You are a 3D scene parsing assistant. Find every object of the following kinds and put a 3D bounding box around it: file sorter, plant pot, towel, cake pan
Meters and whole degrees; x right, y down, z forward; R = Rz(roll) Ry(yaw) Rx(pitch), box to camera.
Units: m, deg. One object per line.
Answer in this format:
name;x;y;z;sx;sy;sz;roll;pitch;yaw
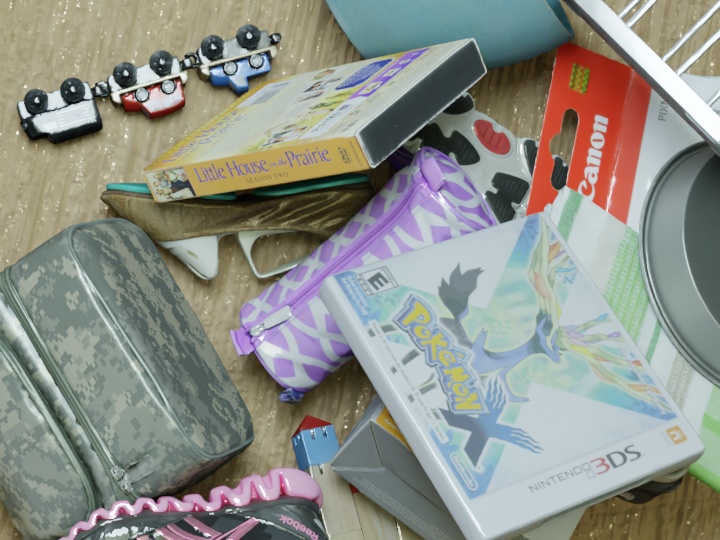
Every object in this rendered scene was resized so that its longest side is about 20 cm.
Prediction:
file sorter;0.225;-0.183;1.241;0.125;0.139;0.200;-44;73;9
plant pot;0.045;-0.217;1.314;0.135;0.200;0.200;-30;88;13
towel;0.192;0.050;1.282;0.200;0.031;0.149;34;57;-13
cake pan;0.290;-0.006;1.312;0.200;0.037;0.200;9;69;-25

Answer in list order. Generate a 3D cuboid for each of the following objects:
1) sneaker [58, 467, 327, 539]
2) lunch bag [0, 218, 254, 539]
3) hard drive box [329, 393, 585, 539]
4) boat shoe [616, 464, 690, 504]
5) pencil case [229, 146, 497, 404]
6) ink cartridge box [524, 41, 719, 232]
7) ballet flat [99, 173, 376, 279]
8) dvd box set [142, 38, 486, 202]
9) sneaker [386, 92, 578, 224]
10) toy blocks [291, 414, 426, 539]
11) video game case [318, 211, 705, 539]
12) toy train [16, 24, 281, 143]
sneaker;-0.108;0.194;1.183;0.200;0.079;0.095;-14;55;-15
lunch bag;-0.192;0.087;1.252;0.168;0.139;0.200;-32;87;17
hard drive box;0.098;0.097;1.272;0.156;0.077;0.200;37;51;-1
boat shoe;0.117;0.100;1.204;0.200;0.057;0.067;25;49;-3
pencil case;0.000;0.000;1.278;0.200;0.085;0.084;-42;53;17
ink cartridge box;0.224;-0.070;1.351;0.200;0.050;0.162;17;79;-28
ballet flat;-0.085;-0.030;1.324;0.200;0.068;0.072;-3;97;-14
dvd box set;-0.033;-0.100;1.242;0.146;0.200;0.029;-42;116;-43
sneaker;0.083;-0.071;1.349;0.200;0.083;0.081;41;67;-18
toy blocks;0.035;0.159;1.304;0.200;0.100;0.137;-10;75;-21
video game case;0.097;0.063;1.170;0.182;0.022;0.200;-17;62;-31
toy train;-0.149;-0.133;1.336;0.200;0.034;0.046;-18;89;-10
